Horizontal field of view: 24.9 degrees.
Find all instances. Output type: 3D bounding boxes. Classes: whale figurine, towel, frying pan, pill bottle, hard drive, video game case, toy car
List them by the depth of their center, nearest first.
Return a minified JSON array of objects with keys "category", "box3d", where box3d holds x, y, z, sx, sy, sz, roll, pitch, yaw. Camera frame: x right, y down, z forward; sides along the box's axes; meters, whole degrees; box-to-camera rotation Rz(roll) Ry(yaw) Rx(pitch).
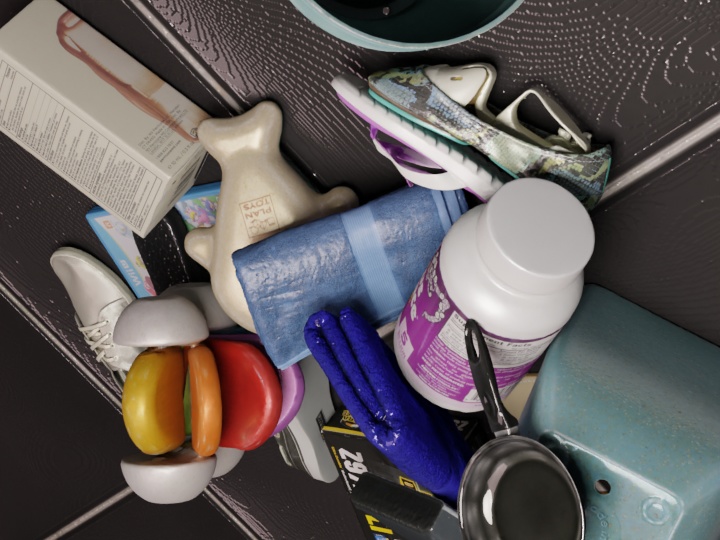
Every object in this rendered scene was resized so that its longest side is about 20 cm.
[{"category":"frying pan","box3d":[0.099,0.144,1.170,0.115,0.031,0.191,-48,59,35]},{"category":"pill bottle","box3d":[0.102,0.017,1.230,0.112,0.112,0.200,35,146,5]},{"category":"towel","box3d":[0.038,0.116,1.322,0.148,0.049,0.200,54,-174,35]},{"category":"towel","box3d":[0.000,0.000,1.334,0.199,0.049,0.112,-19,123,0]},{"category":"hard drive","box3d":[0.098,0.240,1.373,0.200,0.033,0.139,36,168,-26]},{"category":"whale figurine","box3d":[-0.075,-0.045,1.414,0.158,0.104,0.201,-17,98,11]},{"category":"toy car","box3d":[-0.126,0.104,1.434,0.149,0.200,0.176,-2,96,14]},{"category":"video game case","box3d":[-0.161,-0.012,1.563,0.199,0.018,0.144,-7,123,42]}]

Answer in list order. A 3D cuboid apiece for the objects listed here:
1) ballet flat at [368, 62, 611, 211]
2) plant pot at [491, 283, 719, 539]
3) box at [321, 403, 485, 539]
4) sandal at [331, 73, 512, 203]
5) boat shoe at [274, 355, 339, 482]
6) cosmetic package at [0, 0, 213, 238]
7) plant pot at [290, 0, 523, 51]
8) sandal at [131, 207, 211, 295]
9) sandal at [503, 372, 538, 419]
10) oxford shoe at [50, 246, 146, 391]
[{"category":"ballet flat","box3d":[0.102,-0.117,1.229,0.199,0.074,0.074,31,140,7]},{"category":"plant pot","box3d":[0.198,0.159,1.251,0.195,0.200,0.197,27,113,14]},{"category":"box","box3d":[0.064,0.223,1.588,0.159,0.049,0.201,7,131,36]},{"category":"sandal","box3d":[0.055,-0.082,1.269,0.202,0.082,0.050,35,103,4]},{"category":"boat shoe","box3d":[-0.067,0.129,1.582,0.063,0.071,0.201,12,136,27]},{"category":"cosmetic package","box3d":[-0.236,-0.137,1.447,0.200,0.087,0.103,37,142,1]},{"category":"plant pot","box3d":[0.016,-0.237,1.094,0.200,0.200,0.134,46,168,-8]},{"category":"sandal","box3d":[-0.158,0.025,1.553,0.075,0.048,0.202,2,116,38]},{"category":"sandal","box3d":[0.196,0.151,1.396,0.211,0.070,0.078,16,136,27]},{"category":"oxford shoe","box3d":[-0.256,0.063,1.679,0.075,0.058,0.201,-11,118,46]}]
